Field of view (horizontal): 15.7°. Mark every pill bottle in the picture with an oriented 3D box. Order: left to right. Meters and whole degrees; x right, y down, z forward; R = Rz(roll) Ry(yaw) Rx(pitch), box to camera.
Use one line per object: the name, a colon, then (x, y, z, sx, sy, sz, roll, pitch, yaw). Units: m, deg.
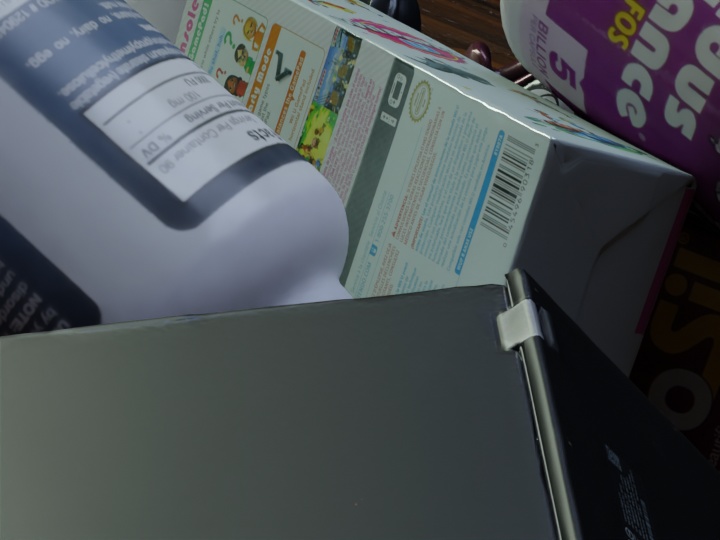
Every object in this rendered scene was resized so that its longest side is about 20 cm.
pill bottle: (-0.074, -0.003, 0.714, 0.200, 0.120, 0.120, 42, 16, 10)
pill bottle: (0.143, -0.052, 0.768, 0.200, 0.112, 0.112, 43, 22, 31)

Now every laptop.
laptop: (0.019, 0.099, 0.580, 0.200, 0.116, 0.187, 44, 22, -29)

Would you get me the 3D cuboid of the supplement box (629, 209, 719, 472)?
supplement box: (0.152, 0.057, 0.851, 0.200, 0.131, 0.103, 21, 13, 11)

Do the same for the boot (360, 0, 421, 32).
boot: (0.031, -0.060, 1.158, 0.168, 0.077, 0.200, 26, -18, -16)

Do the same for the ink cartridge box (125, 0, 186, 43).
ink cartridge box: (-0.093, -0.147, 1.215, 0.085, 0.200, 0.146, 19, 12, -2)

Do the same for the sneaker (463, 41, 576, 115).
sneaker: (0.106, -0.015, 0.938, 0.200, 0.116, 0.076, 29, 14, -4)

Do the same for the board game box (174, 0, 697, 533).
board game box: (0.000, 0.000, 0.820, 0.064, 0.148, 0.200, 9, 16, -39)
